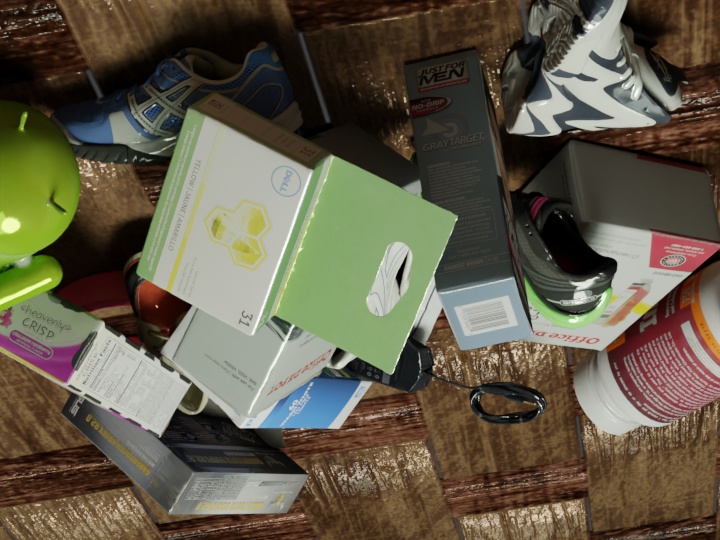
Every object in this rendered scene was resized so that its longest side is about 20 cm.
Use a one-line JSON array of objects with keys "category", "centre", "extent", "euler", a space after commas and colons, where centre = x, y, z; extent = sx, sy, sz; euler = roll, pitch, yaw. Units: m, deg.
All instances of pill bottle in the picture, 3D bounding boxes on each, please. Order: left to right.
[{"category": "pill bottle", "centre": [0.302, 0.081, 1.714], "extent": [0.113, 0.114, 0.200], "euler": [17, 143, -35]}]

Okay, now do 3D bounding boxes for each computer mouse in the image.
[{"category": "computer mouse", "centre": [0.073, 0.089, 1.586], "extent": [0.199, 0.034, 0.059], "euler": [20, 119, 14]}]

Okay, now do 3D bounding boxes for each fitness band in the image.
[{"category": "fitness band", "centre": [-0.187, 0.046, 1.635], "extent": [0.199, 0.038, 0.144], "euler": [-4, 148, -6]}]

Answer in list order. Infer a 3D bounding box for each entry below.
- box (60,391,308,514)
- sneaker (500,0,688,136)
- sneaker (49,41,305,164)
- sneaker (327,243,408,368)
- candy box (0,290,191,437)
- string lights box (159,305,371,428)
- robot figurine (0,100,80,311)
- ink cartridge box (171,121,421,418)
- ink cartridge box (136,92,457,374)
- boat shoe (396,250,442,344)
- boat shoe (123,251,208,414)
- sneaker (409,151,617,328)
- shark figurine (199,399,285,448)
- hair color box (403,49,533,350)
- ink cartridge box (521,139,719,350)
[{"category": "box", "centre": [-0.163, 0.165, 1.680], "extent": [0.048, 0.158, 0.200], "euler": [-58, 152, 11]}, {"category": "sneaker", "centre": [0.190, -0.160, 1.306], "extent": [0.129, 0.080, 0.199], "euler": [0, 150, -14]}, {"category": "sneaker", "centre": [-0.139, -0.126, 1.324], "extent": [0.199, 0.076, 0.078], "euler": [-4, 112, 15]}, {"category": "sneaker", "centre": [0.000, 0.000, 1.491], "extent": [0.074, 0.087, 0.201], "euler": [16, 130, 18]}, {"category": "candy box", "centre": [-0.238, 0.064, 1.463], "extent": [0.136, 0.061, 0.200], "euler": [26, 171, 22]}, {"category": "string lights box", "centre": [-0.079, 0.086, 1.555], "extent": [0.059, 0.103, 0.200], "euler": [-53, 159, 10]}, {"category": "robot figurine", "centre": [-0.286, -0.059, 1.323], "extent": [0.199, 0.176, 0.115], "euler": [-15, -168, 46]}, {"category": "ink cartridge box", "centre": [-0.047, -0.002, 1.389], "extent": [0.201, 0.083, 0.146], "euler": [-62, 165, 24]}, {"category": "ink cartridge box", "centre": [-0.049, -0.019, 1.270], "extent": [0.199, 0.048, 0.146], "euler": [28, 119, 11]}, {"category": "boat shoe", "centre": [0.043, 0.011, 1.584], "extent": [0.065, 0.072, 0.200], "euler": [11, 150, -10]}, {"category": "boat shoe", "centre": [-0.163, 0.053, 1.560], "extent": [0.071, 0.063, 0.200], "euler": [-6, 146, 1]}, {"category": "sneaker", "centre": [0.127, -0.042, 1.434], "extent": [0.200, 0.077, 0.084], "euler": [38, 132, 7]}, {"category": "shark figurine", "centre": [-0.067, 0.124, 1.729], "extent": [0.213, 0.090, 0.128], "euler": [-13, 172, -6]}, {"category": "hair color box", "centre": [0.081, -0.054, 1.344], "extent": [0.060, 0.201, 0.099], "euler": [-12, 151, 8]}, {"category": "ink cartridge box", "centre": [0.197, -0.015, 1.554], "extent": [0.144, 0.084, 0.200], "euler": [8, 147, -25]}]
